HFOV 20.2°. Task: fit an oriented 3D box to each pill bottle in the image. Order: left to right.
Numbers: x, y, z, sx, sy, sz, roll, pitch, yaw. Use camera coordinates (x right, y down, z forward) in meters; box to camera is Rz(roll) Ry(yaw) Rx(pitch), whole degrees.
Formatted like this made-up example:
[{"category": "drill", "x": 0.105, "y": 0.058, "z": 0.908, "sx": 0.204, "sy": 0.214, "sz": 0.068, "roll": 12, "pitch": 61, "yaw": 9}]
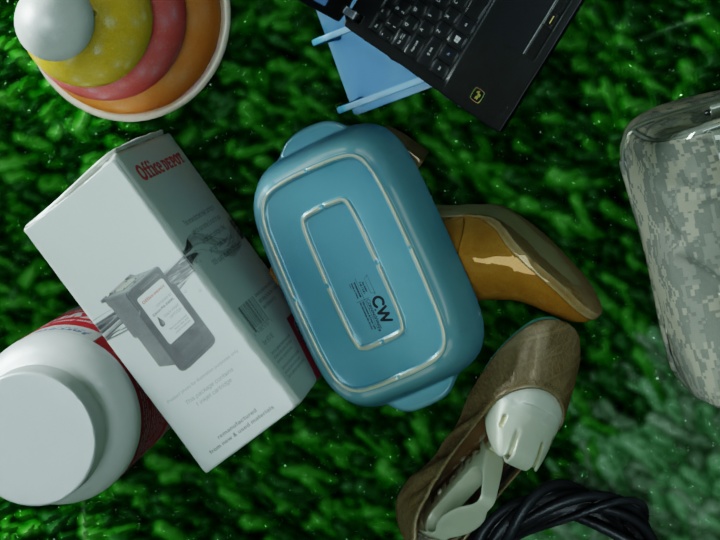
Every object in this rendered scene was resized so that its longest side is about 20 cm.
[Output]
[{"category": "pill bottle", "x": -0.189, "y": 0.089, "z": 1.338, "sx": 0.111, "sy": 0.200, "sz": 0.113, "roll": 1, "pitch": 99, "yaw": 8}]

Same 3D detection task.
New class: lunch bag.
[{"category": "lunch bag", "x": 0.245, "y": -0.013, "z": 1.275, "sx": 0.138, "sy": 0.168, "sz": 0.202, "roll": -12, "pitch": 97, "yaw": 10}]

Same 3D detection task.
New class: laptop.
[{"category": "laptop", "x": 0.036, "y": -0.211, "z": 1.182, "sx": 0.200, "sy": 0.103, "sz": 0.178, "roll": 37, "pitch": 104, "yaw": 20}]

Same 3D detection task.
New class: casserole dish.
[{"category": "casserole dish", "x": 0.000, "y": 0.000, "z": 1.323, "sx": 0.121, "sy": 0.039, "sz": 0.201, "roll": -24, "pitch": 92, "yaw": 20}]

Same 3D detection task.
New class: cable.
[{"category": "cable", "x": 0.133, "y": 0.237, "z": 1.389, "sx": 0.163, "sy": 0.051, "sz": 0.200, "roll": 43, "pitch": 101, "yaw": 0}]

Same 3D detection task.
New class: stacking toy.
[{"category": "stacking toy", "x": -0.170, "y": -0.163, "z": 1.298, "sx": 0.145, "sy": 0.200, "sz": 0.147, "roll": 1, "pitch": 99, "yaw": 7}]

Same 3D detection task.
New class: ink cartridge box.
[{"category": "ink cartridge box", "x": -0.117, "y": 0.016, "z": 1.345, "sx": 0.083, "sy": 0.145, "sz": 0.200, "roll": -36, "pitch": 92, "yaw": 13}]

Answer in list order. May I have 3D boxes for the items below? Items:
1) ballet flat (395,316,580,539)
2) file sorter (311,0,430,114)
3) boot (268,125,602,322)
[{"category": "ballet flat", "x": 0.086, "y": 0.122, "z": 1.342, "sx": 0.068, "sy": 0.073, "sz": 0.200, "roll": 27, "pitch": 119, "yaw": -20}, {"category": "file sorter", "x": 0.018, "y": -0.213, "z": 1.303, "sx": 0.138, "sy": 0.123, "sz": 0.201, "roll": -19, "pitch": 96, "yaw": 11}, {"category": "boot", "x": 0.048, "y": 0.013, "z": 1.366, "sx": 0.201, "sy": 0.071, "sz": 0.144, "roll": 37, "pitch": 108, "yaw": 5}]
